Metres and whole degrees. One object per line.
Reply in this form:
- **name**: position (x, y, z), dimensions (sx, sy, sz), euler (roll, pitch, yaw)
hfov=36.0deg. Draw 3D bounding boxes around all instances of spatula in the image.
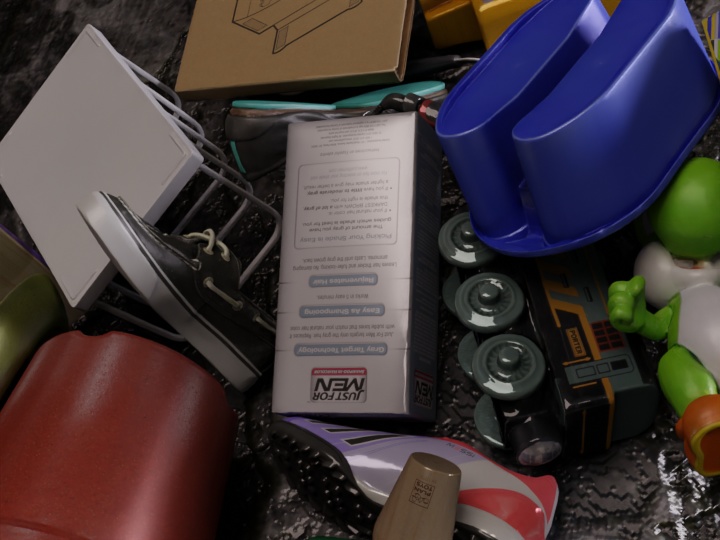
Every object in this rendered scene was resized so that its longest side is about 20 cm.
- **spatula**: position (0.093, -0.163, 0.890), dimensions (0.197, 0.056, 0.021), euler (4, 89, 34)

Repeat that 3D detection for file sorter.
- **file sorter**: position (-0.174, -0.064, 0.866), dimensions (0.139, 0.124, 0.200), euler (-49, 50, 8)

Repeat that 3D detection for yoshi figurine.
- **yoshi figurine**: position (0.207, 0.010, 0.655), dimensions (0.112, 0.111, 0.202), euler (-44, 34, 31)

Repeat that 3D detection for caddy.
- **caddy**: position (0.142, -0.094, 0.703), dimensions (0.140, 0.106, 0.200), euler (12, 53, 49)

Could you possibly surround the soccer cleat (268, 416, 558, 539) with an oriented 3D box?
- **soccer cleat**: position (0.029, 0.132, 0.704), dimensions (0.198, 0.069, 0.073), euler (17, 45, 33)

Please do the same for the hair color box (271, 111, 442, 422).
- **hair color box**: position (0.000, 0.000, 0.760), dimensions (0.097, 0.061, 0.204), euler (-2, 77, 22)

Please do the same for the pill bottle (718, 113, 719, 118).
- **pill bottle**: position (0.301, -0.065, 0.690), dimensions (0.108, 0.110, 0.202), euler (-23, 51, 6)

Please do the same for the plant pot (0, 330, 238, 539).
- **plant pot**: position (-0.169, 0.158, 0.690), dimensions (0.197, 0.202, 0.197), euler (-3, 47, 21)

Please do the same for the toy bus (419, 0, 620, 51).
- **toy bus**: position (0.148, -0.228, 0.899), dimensions (0.197, 0.065, 0.079), euler (-18, 53, 9)

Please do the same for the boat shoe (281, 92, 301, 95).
- **boat shoe**: position (-0.025, -0.244, 0.979), dimensions (0.073, 0.069, 0.201), euler (23, 68, 33)

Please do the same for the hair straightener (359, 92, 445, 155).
- **hair straightener**: position (0.092, -0.081, 0.813), dimensions (0.197, 0.077, 0.041), euler (18, 76, 12)

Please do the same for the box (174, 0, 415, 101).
- **box**: position (-0.049, -0.220, 0.921), dimensions (0.197, 0.021, 0.166), euler (-2, 64, 22)

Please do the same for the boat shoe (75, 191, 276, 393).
- **boat shoe**: position (-0.116, 0.004, 0.758), dimensions (0.064, 0.200, 0.071), euler (-43, 44, -5)

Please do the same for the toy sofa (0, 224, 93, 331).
- **toy sofa**: position (-0.299, -0.007, 0.845), dimensions (0.098, 0.200, 0.083), euler (-45, 51, -4)

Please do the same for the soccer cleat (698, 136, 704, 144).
- **soccer cleat**: position (0.158, -0.116, 0.812), dimensions (0.197, 0.070, 0.088), euler (-8, 60, 20)

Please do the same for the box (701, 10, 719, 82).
- **box**: position (0.252, -0.065, 0.609), dimensions (0.070, 0.064, 0.203), euler (-28, 53, 34)

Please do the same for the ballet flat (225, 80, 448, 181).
- **ballet flat**: position (-0.016, -0.106, 0.865), dimensions (0.197, 0.070, 0.068), euler (-11, 16, -30)

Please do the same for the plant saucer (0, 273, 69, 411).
- **plant saucer**: position (-0.254, 0.100, 0.776), dimensions (0.031, 0.200, 0.202), euler (25, 65, 0)

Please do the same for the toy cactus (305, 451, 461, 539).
- **toy cactus**: position (0.012, 0.185, 0.620), dimensions (0.198, 0.102, 0.168), euler (21, 99, 29)

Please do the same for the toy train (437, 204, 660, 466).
- **toy train**: position (0.117, 0.032, 0.723), dimensions (0.112, 0.086, 0.202), euler (-10, 49, -1)
